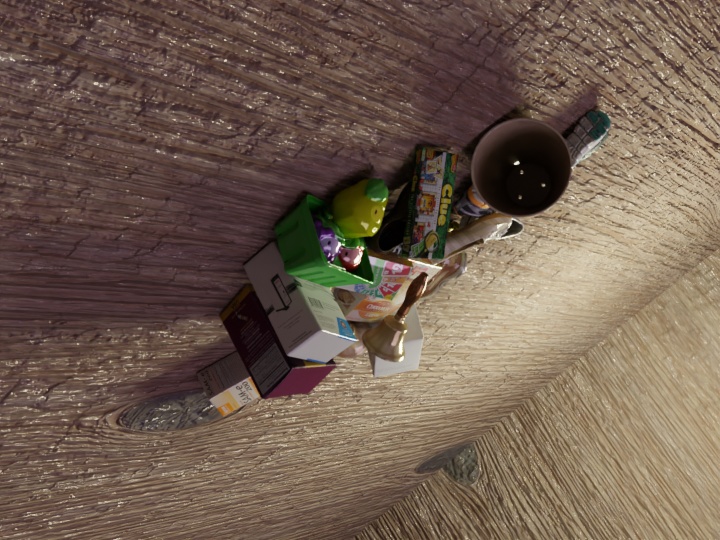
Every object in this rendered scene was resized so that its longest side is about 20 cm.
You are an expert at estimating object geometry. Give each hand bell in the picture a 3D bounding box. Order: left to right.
[{"bbox_3d":[-0.047,0.125,1.794,0.104,0.104,0.200,-34,160,3],"label":"hand bell"},{"bbox_3d":[0.092,0.088,1.767,0.104,0.104,0.200,-3,130,-46],"label":"hand bell"}]

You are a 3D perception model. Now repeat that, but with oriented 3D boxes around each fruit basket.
[{"bbox_3d":[-0.025,-0.067,1.470,0.215,0.156,0.216,-14,161,-5],"label":"fruit basket"}]

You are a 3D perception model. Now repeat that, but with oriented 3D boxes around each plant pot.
[{"bbox_3d":[0.325,-0.184,1.632,0.187,0.188,0.200,-37,167,10],"label":"plant pot"}]

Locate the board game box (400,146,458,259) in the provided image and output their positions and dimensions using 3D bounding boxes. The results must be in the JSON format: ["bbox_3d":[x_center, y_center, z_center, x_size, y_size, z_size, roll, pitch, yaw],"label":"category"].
[{"bbox_3d":[0.129,-0.121,1.524,0.105,0.023,0.201,0,100,-47],"label":"board game box"}]

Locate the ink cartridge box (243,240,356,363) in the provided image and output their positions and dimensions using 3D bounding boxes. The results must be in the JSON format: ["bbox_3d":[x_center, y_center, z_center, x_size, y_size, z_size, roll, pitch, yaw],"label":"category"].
[{"bbox_3d":[-0.111,0.059,1.515,0.084,0.200,0.146,-37,154,15],"label":"ink cartridge box"}]

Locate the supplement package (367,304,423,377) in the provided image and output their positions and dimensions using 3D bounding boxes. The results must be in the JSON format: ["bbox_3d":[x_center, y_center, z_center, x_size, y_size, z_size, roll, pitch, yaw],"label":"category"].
[{"bbox_3d":[0.077,0.160,1.973,0.117,0.117,0.200,-10,154,-5],"label":"supplement package"}]

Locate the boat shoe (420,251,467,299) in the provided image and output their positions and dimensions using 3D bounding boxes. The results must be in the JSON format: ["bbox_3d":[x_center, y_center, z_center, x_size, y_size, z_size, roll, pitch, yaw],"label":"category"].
[{"bbox_3d":[0.159,0.002,1.876,0.072,0.076,0.200,19,142,-27],"label":"boat shoe"}]

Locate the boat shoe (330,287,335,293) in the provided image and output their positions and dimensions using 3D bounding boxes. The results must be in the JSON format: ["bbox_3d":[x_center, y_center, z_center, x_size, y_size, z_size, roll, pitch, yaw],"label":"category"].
[{"bbox_3d":[-0.098,0.080,1.729,0.076,0.072,0.200,-29,161,-46],"label":"boat shoe"}]

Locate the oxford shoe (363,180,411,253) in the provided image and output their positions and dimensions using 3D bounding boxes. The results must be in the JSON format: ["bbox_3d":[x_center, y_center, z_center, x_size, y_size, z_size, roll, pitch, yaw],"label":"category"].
[{"bbox_3d":[0.096,-0.105,1.554,0.073,0.084,0.200,40,89,-20],"label":"oxford shoe"}]

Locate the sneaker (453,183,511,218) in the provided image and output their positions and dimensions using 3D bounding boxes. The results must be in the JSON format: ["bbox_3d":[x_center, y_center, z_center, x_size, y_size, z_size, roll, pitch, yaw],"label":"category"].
[{"bbox_3d":[0.273,-0.146,1.747,0.200,0.078,0.077,3,150,-46],"label":"sneaker"}]

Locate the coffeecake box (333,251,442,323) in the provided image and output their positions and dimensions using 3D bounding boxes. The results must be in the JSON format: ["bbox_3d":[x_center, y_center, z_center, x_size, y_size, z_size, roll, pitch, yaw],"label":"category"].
[{"bbox_3d":[0.055,0.023,1.787,0.200,0.073,0.153,-44,152,21],"label":"coffeecake box"}]

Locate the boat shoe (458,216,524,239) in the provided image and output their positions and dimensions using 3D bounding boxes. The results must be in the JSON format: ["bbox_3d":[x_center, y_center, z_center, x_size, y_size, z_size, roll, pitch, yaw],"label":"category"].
[{"bbox_3d":[0.293,-0.100,1.822,0.200,0.066,0.072,3,112,-52],"label":"boat shoe"}]

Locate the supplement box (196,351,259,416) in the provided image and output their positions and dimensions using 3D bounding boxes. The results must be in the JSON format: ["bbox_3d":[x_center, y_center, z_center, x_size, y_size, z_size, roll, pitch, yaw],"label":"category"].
[{"bbox_3d":[-0.242,0.226,1.810,0.200,0.074,0.126,-29,154,-7],"label":"supplement box"}]

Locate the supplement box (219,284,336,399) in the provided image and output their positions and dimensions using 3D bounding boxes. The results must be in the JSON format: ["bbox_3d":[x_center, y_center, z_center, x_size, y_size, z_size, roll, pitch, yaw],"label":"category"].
[{"bbox_3d":[-0.161,0.135,1.591,0.103,0.200,0.131,-45,153,26],"label":"supplement box"}]

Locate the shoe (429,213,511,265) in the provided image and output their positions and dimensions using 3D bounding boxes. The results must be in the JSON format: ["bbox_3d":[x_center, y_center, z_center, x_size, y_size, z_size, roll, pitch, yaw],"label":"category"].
[{"bbox_3d":[0.228,-0.065,1.724,0.199,0.054,0.070,-19,159,-6],"label":"shoe"}]

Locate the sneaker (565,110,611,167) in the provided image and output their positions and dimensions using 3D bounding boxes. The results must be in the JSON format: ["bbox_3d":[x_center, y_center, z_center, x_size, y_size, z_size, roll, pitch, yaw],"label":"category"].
[{"bbox_3d":[0.454,-0.249,1.761,0.200,0.078,0.091,-38,158,15],"label":"sneaker"}]

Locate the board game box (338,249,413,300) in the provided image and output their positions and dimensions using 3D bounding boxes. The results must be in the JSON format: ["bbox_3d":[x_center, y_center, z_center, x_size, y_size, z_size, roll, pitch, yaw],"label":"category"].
[{"bbox_3d":[0.000,0.000,1.648,0.199,0.030,0.096,16,124,-26],"label":"board game box"}]

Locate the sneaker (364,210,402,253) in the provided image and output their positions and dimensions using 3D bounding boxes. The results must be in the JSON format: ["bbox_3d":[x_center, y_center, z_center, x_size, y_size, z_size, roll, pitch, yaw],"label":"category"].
[{"bbox_3d":[0.080,-0.070,1.636,0.199,0.085,0.077,-15,150,-31],"label":"sneaker"}]

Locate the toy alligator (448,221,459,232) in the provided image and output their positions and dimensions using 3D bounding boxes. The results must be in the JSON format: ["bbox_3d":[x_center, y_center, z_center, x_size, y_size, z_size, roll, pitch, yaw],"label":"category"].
[{"bbox_3d":[0.205,-0.069,1.815,0.059,0.054,0.200,-44,152,25],"label":"toy alligator"}]
